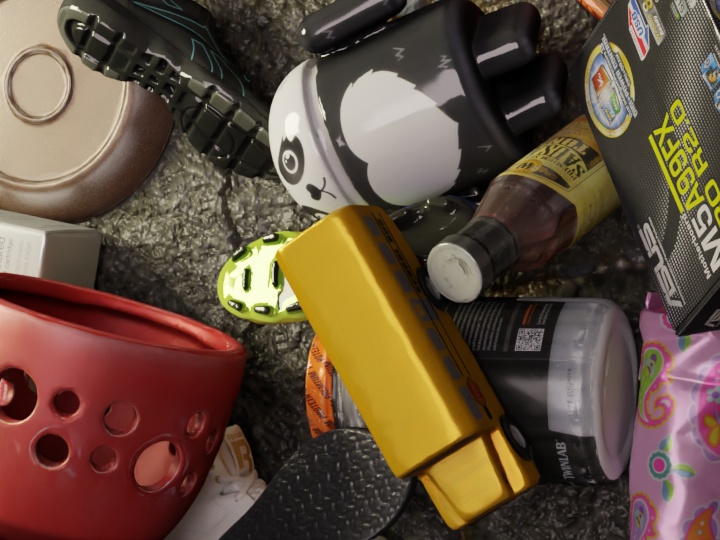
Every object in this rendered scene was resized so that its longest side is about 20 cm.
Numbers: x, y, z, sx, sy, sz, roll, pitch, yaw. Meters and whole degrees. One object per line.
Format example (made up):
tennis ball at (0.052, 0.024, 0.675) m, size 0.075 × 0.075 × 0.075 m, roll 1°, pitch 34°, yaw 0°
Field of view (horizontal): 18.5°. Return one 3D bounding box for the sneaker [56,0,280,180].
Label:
sneaker at (-0.113, -0.144, 1.542) m, size 0.200 × 0.079 × 0.075 m, roll 38°, pitch 144°, yaw -2°

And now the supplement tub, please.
supplement tub at (0.073, 0.077, 1.443) m, size 0.200 × 0.123 × 0.123 m, roll 1°, pitch 89°, yaw 21°

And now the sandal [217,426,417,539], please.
sandal at (-0.030, 0.160, 1.443) m, size 0.200 × 0.048 × 0.075 m, roll -40°, pitch 74°, yaw 36°

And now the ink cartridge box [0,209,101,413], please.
ink cartridge box at (-0.303, 0.024, 1.604) m, size 0.200 × 0.083 × 0.145 m, roll 11°, pitch 96°, yaw 22°

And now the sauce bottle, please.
sauce bottle at (0.114, -0.040, 1.388) m, size 0.066 × 0.200 × 0.066 m, roll 18°, pitch 124°, yaw 28°

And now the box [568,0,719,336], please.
box at (0.204, -0.086, 1.324) m, size 0.160 × 0.044 × 0.200 m, roll 122°, pitch 135°, yaw -55°

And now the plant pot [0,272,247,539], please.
plant pot at (-0.193, 0.110, 1.451) m, size 0.200 × 0.200 × 0.183 m, roll 20°, pitch 97°, yaw 20°

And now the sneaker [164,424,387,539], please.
sneaker at (-0.071, 0.164, 1.523) m, size 0.200 × 0.074 × 0.116 m, roll -4°, pitch 91°, yaw 22°

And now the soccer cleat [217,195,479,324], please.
soccer cleat at (0.000, 0.001, 1.452) m, size 0.200 × 0.084 × 0.065 m, roll -14°, pitch 70°, yaw 25°

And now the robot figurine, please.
robot figurine at (0.035, -0.104, 1.458) m, size 0.200 × 0.125 × 0.151 m, roll -21°, pitch 74°, yaw 19°

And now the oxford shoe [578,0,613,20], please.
oxford shoe at (0.144, -0.234, 1.450) m, size 0.073 × 0.071 × 0.200 m, roll -38°, pitch 76°, yaw 11°

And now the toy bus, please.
toy bus at (0.030, 0.060, 1.352) m, size 0.065 × 0.078 × 0.200 m, roll -33°, pitch 79°, yaw 18°

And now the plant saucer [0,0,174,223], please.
plant saucer at (-0.229, -0.134, 1.612) m, size 0.200 × 0.032 × 0.201 m, roll 0°, pitch 89°, yaw 20°

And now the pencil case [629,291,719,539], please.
pencil case at (0.211, 0.115, 1.411) m, size 0.087 × 0.087 × 0.200 m, roll 4°, pitch 90°, yaw 21°
